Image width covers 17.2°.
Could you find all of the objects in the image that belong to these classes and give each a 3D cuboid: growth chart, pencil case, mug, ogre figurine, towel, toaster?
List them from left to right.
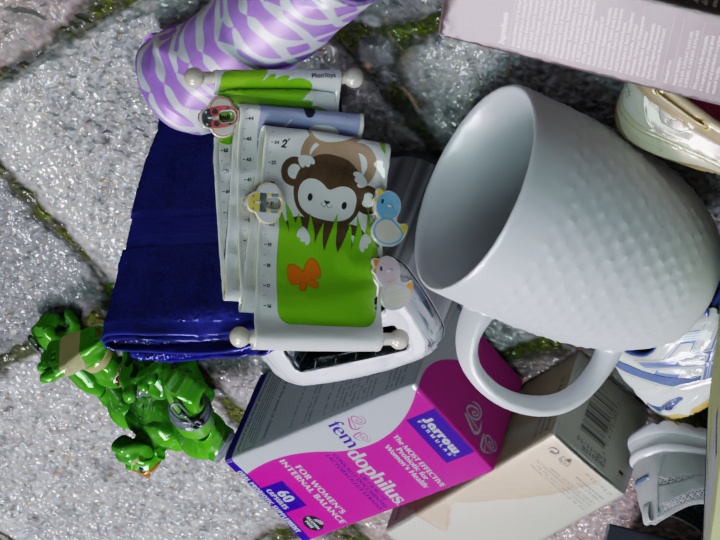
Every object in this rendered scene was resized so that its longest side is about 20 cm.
[{"bbox_3d":[-0.168,0.097,1.864,0.199,0.098,0.120,-4,141,35],"label":"ogre figurine"},{"bbox_3d":[-0.091,-0.031,1.649,0.147,0.201,0.050,-2,150,24],"label":"towel"},{"bbox_3d":[-0.070,-0.169,1.588,0.200,0.084,0.086,-36,77,39],"label":"pencil case"},{"bbox_3d":[-0.036,-0.040,1.569,0.144,0.201,0.018,-8,179,-22],"label":"growth chart"},{"bbox_3d":[0.000,0.000,1.685,0.199,0.130,0.114,-12,127,30],"label":"toaster"},{"bbox_3d":[0.137,0.000,1.592,0.175,0.201,0.148,23,-177,-22],"label":"mug"}]

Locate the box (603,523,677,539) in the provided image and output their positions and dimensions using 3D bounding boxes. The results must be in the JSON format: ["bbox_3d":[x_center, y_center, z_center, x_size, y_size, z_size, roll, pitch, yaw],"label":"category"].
[{"bbox_3d":[0.227,0.279,1.803,0.114,0.133,0.200,13,168,12],"label":"box"}]

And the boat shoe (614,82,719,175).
[{"bbox_3d":[0.263,-0.094,1.531,0.199,0.074,0.069,16,142,8],"label":"boat shoe"}]

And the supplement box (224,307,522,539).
[{"bbox_3d":[0.010,0.114,1.811,0.199,0.104,0.101,-26,118,36],"label":"supplement box"}]

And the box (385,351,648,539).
[{"bbox_3d":[0.118,0.155,1.813,0.078,0.095,0.200,40,132,-16],"label":"box"}]

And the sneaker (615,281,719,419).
[{"bbox_3d":[0.252,0.038,1.660,0.088,0.075,0.200,42,132,-19],"label":"sneaker"}]

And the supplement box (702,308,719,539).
[{"bbox_3d":[0.291,0.094,1.508,0.133,0.201,0.201,5,132,6],"label":"supplement box"}]

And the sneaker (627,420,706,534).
[{"bbox_3d":[0.284,0.173,1.746,0.199,0.082,0.075,13,155,-15],"label":"sneaker"}]

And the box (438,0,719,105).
[{"bbox_3d":[0.157,-0.177,1.476,0.199,0.100,0.075,13,135,8],"label":"box"}]
